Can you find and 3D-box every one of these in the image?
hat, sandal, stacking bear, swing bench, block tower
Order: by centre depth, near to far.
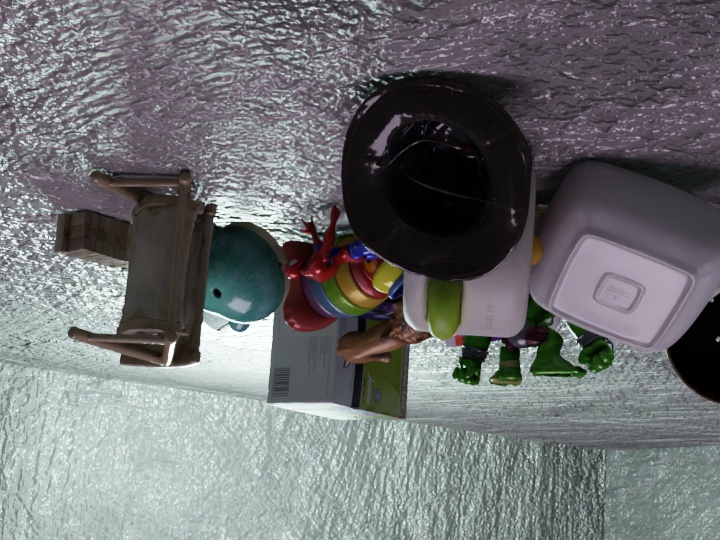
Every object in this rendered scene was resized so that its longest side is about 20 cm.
[{"bbox_3d":[0.075,-0.095,1.237,0.198,0.203,0.081,0,-153,19],"label":"hat"},{"bbox_3d":[0.111,0.001,1.580,0.199,0.087,0.080,-27,161,-26],"label":"sandal"},{"bbox_3d":[-0.246,0.004,1.602,0.128,0.202,0.200,2,168,10],"label":"swing bench"},{"bbox_3d":[0.000,0.000,1.727,0.113,0.123,0.199,7,162,-41],"label":"stacking bear"},{"bbox_3d":[-0.315,-0.031,1.809,0.057,0.055,0.199,-9,162,44],"label":"block tower"}]

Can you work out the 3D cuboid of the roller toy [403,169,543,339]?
[{"bbox_3d":[0.119,-0.028,1.374,0.138,0.203,0.182,4,178,5],"label":"roller toy"}]

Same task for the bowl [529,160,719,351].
[{"bbox_3d":[0.279,0.000,1.409,0.198,0.075,0.201,22,137,1],"label":"bowl"}]

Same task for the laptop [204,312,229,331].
[{"bbox_3d":[-0.202,0.032,2.158,0.198,0.104,0.177,-19,177,-22],"label":"laptop"}]

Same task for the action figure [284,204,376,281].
[{"bbox_3d":[-0.004,-0.048,1.629,0.198,0.100,0.065,-19,163,1],"label":"action figure"}]

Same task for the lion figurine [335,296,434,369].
[{"bbox_3d":[0.029,0.087,1.773,0.199,0.073,0.122,-35,167,23],"label":"lion figurine"}]

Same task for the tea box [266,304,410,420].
[{"bbox_3d":[-0.028,0.117,2.028,0.132,0.203,0.196,-6,164,37],"label":"tea box"}]

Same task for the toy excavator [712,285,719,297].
[{"bbox_3d":[0.416,0.000,1.461,0.200,0.195,0.100,-43,157,5],"label":"toy excavator"}]

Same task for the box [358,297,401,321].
[{"bbox_3d":[0.075,0.031,1.901,0.198,0.080,0.141,10,169,-23],"label":"box"}]

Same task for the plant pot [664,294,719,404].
[{"bbox_3d":[0.477,0.073,1.772,0.184,0.190,0.200,4,-178,2],"label":"plant pot"}]

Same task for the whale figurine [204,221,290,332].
[{"bbox_3d":[-0.189,0.015,1.737,0.198,0.161,0.104,-9,-161,30],"label":"whale figurine"}]

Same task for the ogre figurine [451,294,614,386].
[{"bbox_3d":[0.198,0.067,1.553,0.097,0.122,0.199,9,165,-33],"label":"ogre figurine"}]

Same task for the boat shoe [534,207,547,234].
[{"bbox_3d":[0.164,-0.049,1.520,0.197,0.070,0.074,11,153,8],"label":"boat shoe"}]

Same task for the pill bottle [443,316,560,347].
[{"bbox_3d":[0.200,0.033,1.749,0.197,0.113,0.111,-8,167,3],"label":"pill bottle"}]
